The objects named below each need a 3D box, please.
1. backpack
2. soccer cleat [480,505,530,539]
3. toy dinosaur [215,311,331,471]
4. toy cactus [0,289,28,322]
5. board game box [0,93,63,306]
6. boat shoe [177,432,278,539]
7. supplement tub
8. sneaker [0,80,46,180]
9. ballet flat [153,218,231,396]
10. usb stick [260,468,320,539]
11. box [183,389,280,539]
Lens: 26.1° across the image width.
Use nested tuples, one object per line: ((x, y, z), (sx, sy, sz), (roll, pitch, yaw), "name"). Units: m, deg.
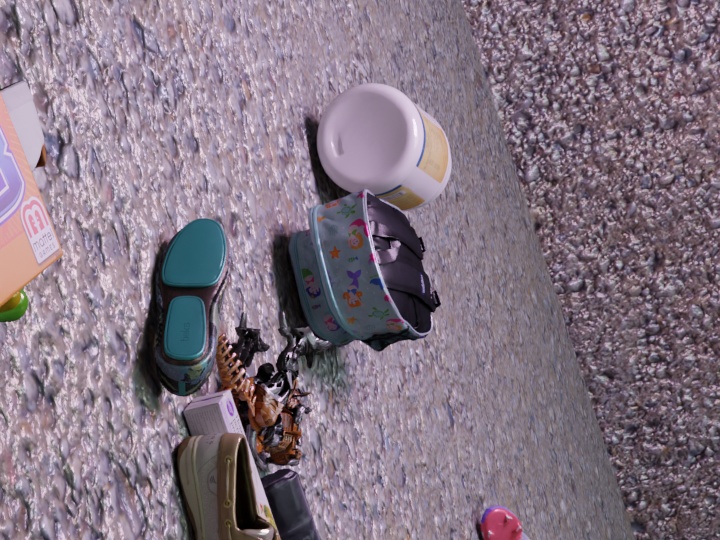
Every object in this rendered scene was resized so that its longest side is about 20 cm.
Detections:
((0.000, 0.000, 1.843), (0.200, 0.149, 0.179), (44, 32, -73), "backpack")
((0.227, 0.417, 2.426), (0.077, 0.067, 0.200), (48, -3, 47), "soccer cleat")
((-0.094, 0.120, 1.551), (0.201, 0.101, 0.137), (89, 14, -59), "toy dinosaur")
((-0.296, 0.024, 0.995), (0.200, 0.101, 0.167), (43, 55, -65), "toy cactus")
((-0.307, -0.043, 0.784), (0.200, 0.198, 0.202), (-57, 130, -67), "board game box")
((-0.111, 0.245, 1.419), (0.074, 0.066, 0.202), (-31, 106, -73), "boat shoe")
((0.038, -0.159, 2.085), (0.200, 0.143, 0.146), (23, 54, -70), "supplement tub")
((-0.275, -0.082, 1.140), (0.200, 0.072, 0.085), (-57, 128, -70), "sneaker")
((-0.160, 0.037, 1.461), (0.201, 0.074, 0.075), (-83, 153, -47), "ballet flat")
((-0.059, 0.298, 1.581), (0.055, 0.033, 0.202), (-25, 104, -28), "usb stick")
((-0.115, 0.215, 1.479), (0.039, 0.041, 0.202), (-51, 124, -71), "box")
